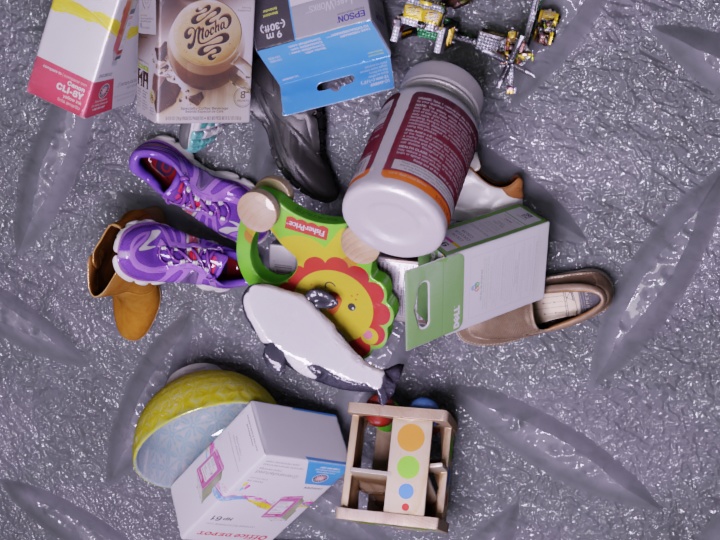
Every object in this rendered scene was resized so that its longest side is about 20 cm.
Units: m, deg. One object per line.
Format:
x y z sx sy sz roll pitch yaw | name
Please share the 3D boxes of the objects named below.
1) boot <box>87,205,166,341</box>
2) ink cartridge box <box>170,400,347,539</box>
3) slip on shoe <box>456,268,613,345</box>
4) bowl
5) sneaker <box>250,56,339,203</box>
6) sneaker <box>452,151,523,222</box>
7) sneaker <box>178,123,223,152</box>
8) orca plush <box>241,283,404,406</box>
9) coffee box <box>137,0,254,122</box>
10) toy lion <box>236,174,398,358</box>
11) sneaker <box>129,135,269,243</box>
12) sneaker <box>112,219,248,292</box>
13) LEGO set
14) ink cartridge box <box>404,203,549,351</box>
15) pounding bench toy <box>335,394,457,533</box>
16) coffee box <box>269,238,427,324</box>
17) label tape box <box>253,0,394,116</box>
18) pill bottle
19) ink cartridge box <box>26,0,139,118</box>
-0.308 0.017 1.421 0.070 0.144 0.202 19 110 10 | boot
-0.130 0.265 1.426 0.200 0.144 0.085 -46 47 31 | ink cartridge box
0.204 0.048 1.334 0.199 0.061 0.076 -12 102 18 | slip on shoe
-0.206 0.187 1.450 0.200 0.200 0.108 -38 51 22 | bowl
-0.073 -0.176 1.341 0.090 0.076 0.201 -28 99 15 | sneaker
0.096 -0.108 1.318 0.199 0.073 0.085 13 107 -1 | sneaker
-0.204 -0.247 1.361 0.091 0.078 0.201 16 102 19 | sneaker
-0.046 0.081 1.267 0.199 0.071 0.106 19 81 -3 | orca plush
-0.184 -0.271 1.242 0.112 0.080 0.201 -5 109 -27 | coffee box
-0.050 0.009 1.277 0.199 0.069 0.193 18 118 10 | toy lion
-0.204 -0.091 1.385 0.199 0.083 0.081 29 111 5 | sneaker
-0.209 -0.018 1.363 0.083 0.199 0.081 1 85 48 | sneaker
0.122 -0.297 1.224 0.199 0.116 0.154 25 111 7 | LEGO set
0.117 0.005 1.247 0.059 0.199 0.104 38 138 46 | ink cartridge box
0.055 0.246 1.408 0.123 0.200 0.157 4 75 12 | pounding bench toy
0.000 0.000 1.349 0.199 0.113 0.080 7 108 13 | coffee box
-0.049 -0.294 1.270 0.142 0.066 0.201 -11 81 18 | label tape box
0.063 -0.124 1.196 0.113 0.201 0.114 15 145 11 | pill bottle
-0.304 -0.298 1.326 0.083 0.145 0.201 25 111 6 | ink cartridge box
